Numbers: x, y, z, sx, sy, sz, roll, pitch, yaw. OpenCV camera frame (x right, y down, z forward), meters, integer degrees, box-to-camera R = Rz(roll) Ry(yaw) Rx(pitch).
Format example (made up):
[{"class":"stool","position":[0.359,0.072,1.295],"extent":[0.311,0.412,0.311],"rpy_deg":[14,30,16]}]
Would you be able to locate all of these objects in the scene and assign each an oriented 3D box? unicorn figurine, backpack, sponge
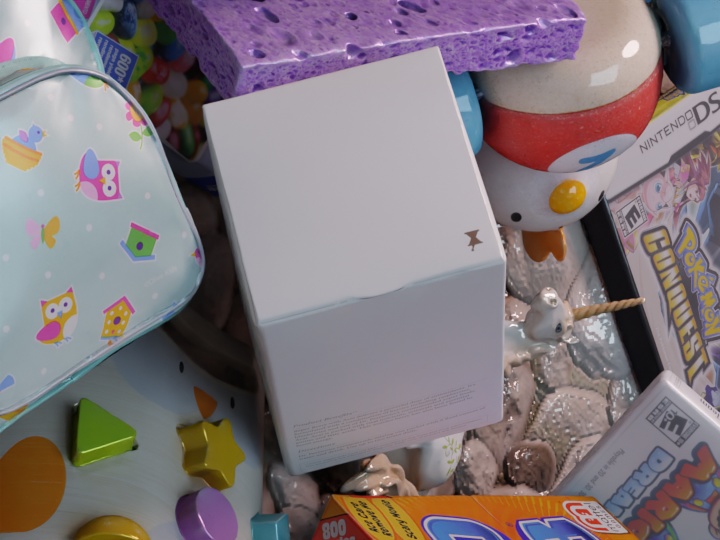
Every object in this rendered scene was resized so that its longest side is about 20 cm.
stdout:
[{"class":"unicorn figurine","position":[0.052,0.053,1.373],"extent":[0.201,0.074,0.137],"rpy_deg":[-56,134,-11]},{"class":"backpack","position":[-0.178,-0.036,1.107],"extent":[0.175,0.153,0.201],"rpy_deg":[-32,105,-28]},{"class":"sponge","position":[0.003,-0.132,1.221],"extent":[0.199,0.112,0.030],"rpy_deg":[-10,128,-28]}]

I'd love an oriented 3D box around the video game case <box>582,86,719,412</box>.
[{"class":"video game case","position":[0.222,-0.017,1.549],"extent":[0.180,0.025,0.201],"rpy_deg":[-34,111,-37]}]

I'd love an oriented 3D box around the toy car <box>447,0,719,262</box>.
[{"class":"toy car","position":[0.103,-0.078,1.358],"extent":[0.183,0.177,0.201],"rpy_deg":[-17,130,-10]}]

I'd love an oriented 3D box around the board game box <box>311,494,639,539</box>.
[{"class":"board game box","position":[0.074,0.253,1.248],"extent":[0.199,0.200,0.201],"rpy_deg":[5,116,-41]}]

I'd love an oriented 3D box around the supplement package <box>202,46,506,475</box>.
[{"class":"supplement package","position":[0.000,0.000,1.198],"extent":[0.120,0.200,0.121],"rpy_deg":[-14,66,-4]}]

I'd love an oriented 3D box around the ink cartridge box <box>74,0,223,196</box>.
[{"class":"ink cartridge box","position":[-0.095,-0.120,1.258],"extent":[0.200,0.042,0.120],"rpy_deg":[32,69,-39]}]

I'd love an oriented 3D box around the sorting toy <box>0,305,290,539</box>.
[{"class":"sorting toy","position":[-0.100,0.097,1.228],"extent":[0.200,0.106,0.181],"rpy_deg":[37,46,-35]}]

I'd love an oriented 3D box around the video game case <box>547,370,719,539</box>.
[{"class":"video game case","position":[0.175,0.184,1.364],"extent":[0.182,0.200,0.024],"rpy_deg":[40,22,0]}]
